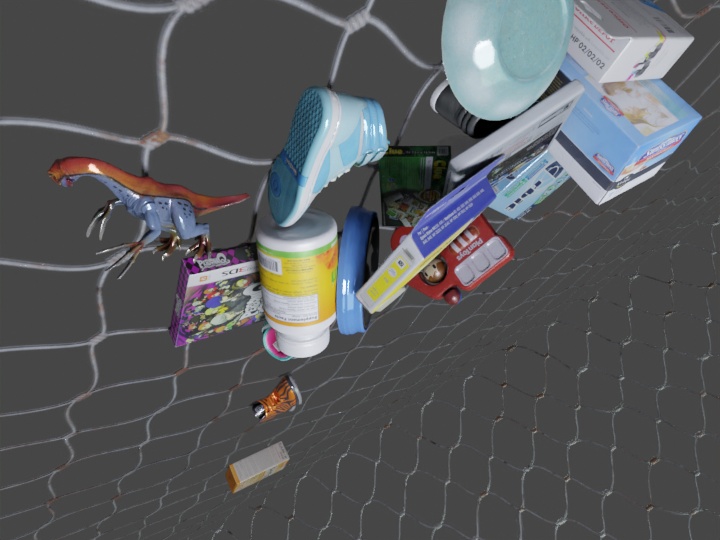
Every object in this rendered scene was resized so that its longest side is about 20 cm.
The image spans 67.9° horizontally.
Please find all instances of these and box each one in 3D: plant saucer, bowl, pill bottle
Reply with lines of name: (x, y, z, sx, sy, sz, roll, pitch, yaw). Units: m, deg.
plant saucer: (0.180, -0.268, 0.597, 0.200, 0.039, 0.203, -15, 121, -27)
bowl: (0.000, 0.000, 0.839, 0.039, 0.202, 0.201, 5, 156, 8)
pill bottle: (-0.087, 0.022, 0.769, 0.110, 0.111, 0.201, -18, 126, -28)

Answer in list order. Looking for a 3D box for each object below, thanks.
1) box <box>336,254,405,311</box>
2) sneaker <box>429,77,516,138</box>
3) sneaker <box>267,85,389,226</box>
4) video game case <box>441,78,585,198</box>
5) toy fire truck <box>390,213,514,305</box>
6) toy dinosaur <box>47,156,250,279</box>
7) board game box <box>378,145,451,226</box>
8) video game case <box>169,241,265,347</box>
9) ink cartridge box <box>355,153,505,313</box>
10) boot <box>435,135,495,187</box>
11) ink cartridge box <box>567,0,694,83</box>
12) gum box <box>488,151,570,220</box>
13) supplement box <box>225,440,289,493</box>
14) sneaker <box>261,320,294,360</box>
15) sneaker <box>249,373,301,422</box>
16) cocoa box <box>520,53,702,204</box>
box: (-0.001, 0.028, 1.035, 0.082, 0.069, 0.199, -41, 155, 22)
sneaker: (0.192, -0.252, 0.689, 0.200, 0.100, 0.071, -42, 153, 18)
sneaker: (-0.033, -0.133, 0.672, 0.130, 0.080, 0.200, -10, 149, -37)
video game case: (0.205, -0.166, 0.760, 0.199, 0.023, 0.182, -33, 167, -3)
toy fire truck: (0.162, -0.031, 0.991, 0.200, 0.169, 0.112, -42, 154, 22)
toy dinosaur: (-0.237, -0.080, 0.582, 0.201, 0.104, 0.182, -62, 155, -29)
board game box: (0.082, -0.125, 0.834, 0.104, 0.024, 0.200, 4, 156, 5)
video game case: (-0.201, 0.034, 0.844, 0.180, 0.036, 0.200, -15, 151, -35)
ink cartridge box: (0.103, -0.048, 0.722, 0.197, 0.047, 0.200, -37, 174, -40)
boot: (0.182, -0.166, 0.873, 0.199, 0.073, 0.091, -14, 145, -36)
ink cartridge box: (0.336, -0.317, 0.717, 0.199, 0.116, 0.068, -15, 151, -32)
gum box: (0.336, -0.183, 1.064, 0.170, 0.045, 0.199, -43, 155, 23)
supplement box: (-0.360, 0.686, 1.865, 0.199, 0.074, 0.126, -17, 153, -31)
sneaker: (-0.123, 0.108, 0.951, 0.121, 0.083, 0.200, -52, 179, -31)
sneaker: (-0.217, 0.335, 1.356, 0.111, 0.078, 0.201, -21, 154, -26)
cocoa box: (0.369, -0.232, 0.814, 0.133, 0.201, 0.132, -25, 155, -17)
